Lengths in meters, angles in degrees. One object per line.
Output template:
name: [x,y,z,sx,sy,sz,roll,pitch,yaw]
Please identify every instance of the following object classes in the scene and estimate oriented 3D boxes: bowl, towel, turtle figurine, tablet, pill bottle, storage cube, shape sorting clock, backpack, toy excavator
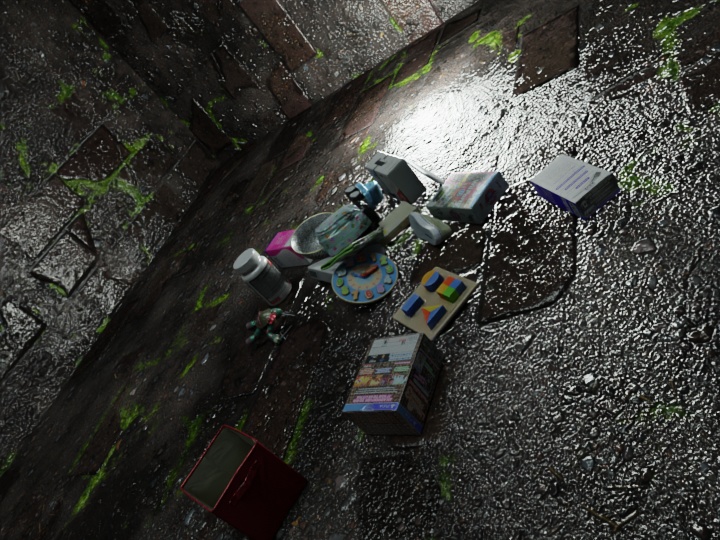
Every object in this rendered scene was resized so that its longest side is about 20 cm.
bowl: [-0.140,-0.103,2.027,0.199,0.095,0.202,-16,42,15]
towel: [-0.021,-0.060,1.743,0.149,0.031,0.200,-36,-2,35]
turtle figurine: [-0.300,0.173,1.881,0.199,0.101,0.150,-32,30,31]
tablet: [0.222,-0.308,1.836,0.014,0.129,0.200,-60,25,14]
pill bottle: [-0.348,0.022,2.029,0.113,0.200,0.114,-30,30,20]
storage cube: [-0.266,0.488,1.309,0.199,0.180,0.172,-2,48,52]
shape sorting clock: [0.012,0.018,1.673,0.198,0.039,0.201,-8,41,7]
backpack: [-0.048,-0.138,1.877,0.200,0.127,0.167,-39,9,-6]
toy excavator: [0.047,-0.298,2.099,0.199,0.100,0.195,-29,30,-2]

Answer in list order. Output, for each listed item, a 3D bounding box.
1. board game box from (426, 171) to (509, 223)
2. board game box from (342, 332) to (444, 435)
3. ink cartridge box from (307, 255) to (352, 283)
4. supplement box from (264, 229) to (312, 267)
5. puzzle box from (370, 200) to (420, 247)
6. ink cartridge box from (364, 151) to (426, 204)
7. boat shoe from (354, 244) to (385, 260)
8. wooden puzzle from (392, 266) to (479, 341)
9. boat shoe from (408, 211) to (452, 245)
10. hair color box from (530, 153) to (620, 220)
board game box: [0.306,-0.213,1.649,0.148,0.064,0.199,-52,30,-16]
board game box: [0.077,0.254,1.279,0.159,0.097,0.201,-14,40,42]
ink cartridge box: [-0.055,-0.018,1.882,0.173,0.044,0.199,-27,20,-27]
supplement box: [-0.255,-0.084,2.162,0.199,0.101,0.104,-3,46,49]
puzzle box: [0.096,-0.141,1.860,0.200,0.025,0.133,-42,23,1]
ink cartridge box: [0.118,-0.319,1.961,0.084,0.144,0.200,-44,28,-2]
boat shoe: [0.000,0.000,1.764,0.200,0.069,0.057,-47,-11,-14]
wooden puzzle: [0.181,0.072,1.449,0.186,0.046,0.200,-49,29,-11]
boat shoe: [0.204,-0.127,1.689,0.062,0.073,0.200,-20,30,-12]
hair color box: [0.516,-0.206,1.386,0.109,0.065,0.200,-40,26,4]
